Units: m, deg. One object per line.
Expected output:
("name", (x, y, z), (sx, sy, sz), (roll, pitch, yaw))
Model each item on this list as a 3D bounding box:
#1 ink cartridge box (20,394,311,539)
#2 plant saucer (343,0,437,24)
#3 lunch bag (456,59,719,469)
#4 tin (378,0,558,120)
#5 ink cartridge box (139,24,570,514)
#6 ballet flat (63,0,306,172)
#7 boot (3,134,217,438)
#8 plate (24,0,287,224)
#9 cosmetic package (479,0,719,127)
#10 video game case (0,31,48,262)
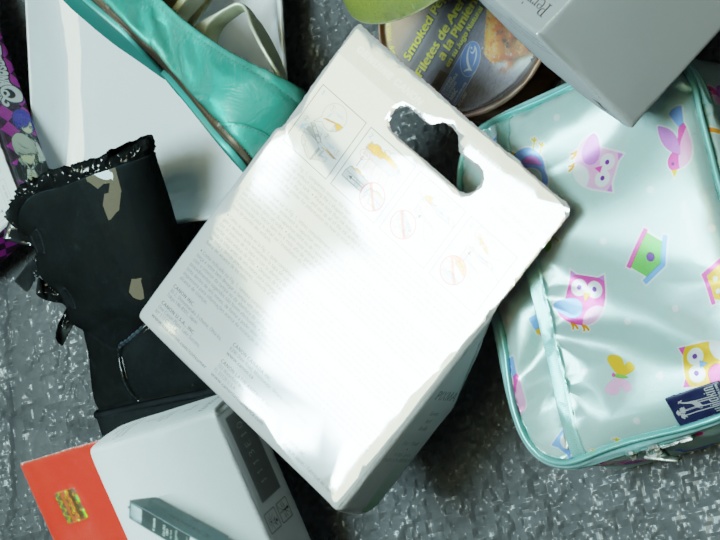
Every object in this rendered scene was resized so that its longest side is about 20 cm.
("ink cartridge box", (-0.101, 0.183, 1.167), (0.173, 0.044, 0.201), (-19, 98, 30))
("plant saucer", (0.050, -0.217, 1.062), (0.200, 0.031, 0.201), (-39, 29, 27))
("lunch bag", (0.135, 0.002, 1.045), (0.160, 0.077, 0.202), (-20, 75, 30))
("tin", (0.086, -0.175, 1.115), (0.112, 0.042, 0.201), (38, 106, 25))
("ink cartridge box", (0.000, 0.000, 1.078), (0.161, 0.050, 0.200), (42, 101, 21))
("ballet flat", (-0.098, -0.134, 1.187), (0.070, 0.067, 0.200), (-44, 63, -5))
("boot", (-0.108, 0.003, 1.186), (0.197, 0.073, 0.164), (-18, 93, 35))
("plate", (-0.118, -0.123, 1.246), (0.199, 0.032, 0.201), (-8, 82, 33))
("cosmetic package", (0.150, -0.180, 0.997), (0.200, 0.081, 0.113), (-47, 33, 2))
("video game case", (-0.286, -0.070, 1.332), (0.200, 0.036, 0.182), (-37, 67, 36))
